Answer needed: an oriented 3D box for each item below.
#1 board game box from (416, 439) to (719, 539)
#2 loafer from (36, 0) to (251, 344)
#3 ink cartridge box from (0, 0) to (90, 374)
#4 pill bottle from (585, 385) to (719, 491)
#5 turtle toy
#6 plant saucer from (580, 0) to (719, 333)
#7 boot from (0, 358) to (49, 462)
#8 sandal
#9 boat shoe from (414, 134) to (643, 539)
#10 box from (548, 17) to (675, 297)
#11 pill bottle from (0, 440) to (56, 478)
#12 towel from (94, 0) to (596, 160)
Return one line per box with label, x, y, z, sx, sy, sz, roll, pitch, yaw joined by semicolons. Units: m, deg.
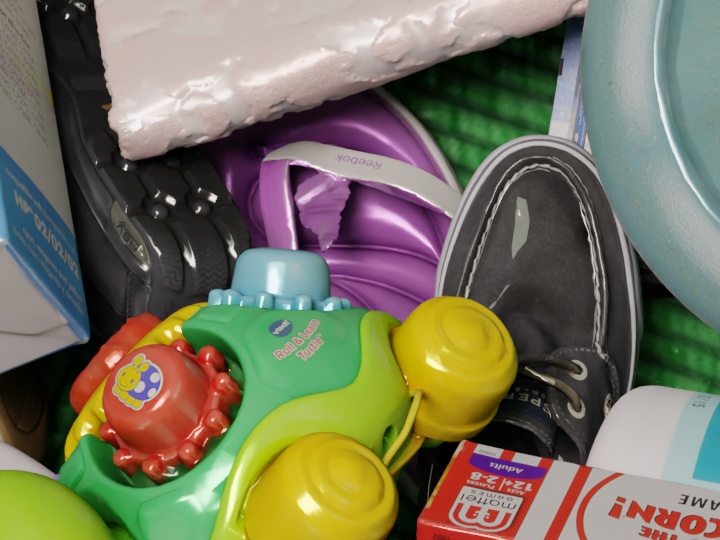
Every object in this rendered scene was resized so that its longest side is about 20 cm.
board game box;0.091;0.156;0.783;0.150;0.201;0.046;9;31;17
loafer;-0.100;-0.045;0.961;0.068;0.071;0.201;-2;45;-34
ink cartridge box;-0.163;-0.055;0.898;0.114;0.068;0.201;-20;56;10
pill bottle;0.164;0.103;0.821;0.199;0.111;0.112;9;72;16
turtle toy;-0.050;0.068;0.802;0.101;0.146;0.200;41;42;5
plant saucer;0.168;-0.064;0.856;0.199;0.027;0.202;0;82;1
boot;-0.204;0.013;0.959;0.155;0.073;0.201;-28;64;1
sandal;0.006;-0.005;0.929;0.082;0.050;0.203;-37;69;-2
boat shoe;0.047;0.054;0.863;0.069;0.066;0.201;11;85;5
box;0.164;-0.055;0.918;0.199;0.040;0.138;6;73;15
pill bottle;-0.158;0.154;0.852;0.110;0.111;0.201;20;60;19
towel;0.001;-0.131;0.954;0.199;0.032;0.192;-19;44;5
